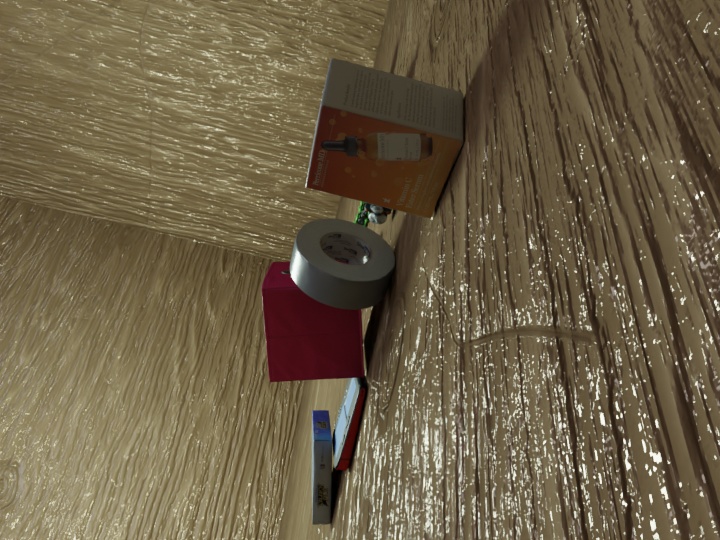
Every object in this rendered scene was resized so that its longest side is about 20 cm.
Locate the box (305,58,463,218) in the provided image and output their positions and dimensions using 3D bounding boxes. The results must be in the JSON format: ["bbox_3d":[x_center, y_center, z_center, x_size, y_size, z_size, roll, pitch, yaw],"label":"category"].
[{"bbox_3d":[0.032,-0.184,0.972,0.154,0.194,0.108,108,172,-50],"label":"box"}]

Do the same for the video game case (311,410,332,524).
[{"bbox_3d":[-0.088,0.435,1.534,0.200,0.044,0.187,-123,33,-82],"label":"video game case"}]

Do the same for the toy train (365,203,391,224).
[{"bbox_3d":[0.049,-0.202,1.488,0.115,0.082,0.205,87,-171,-63],"label":"toy train"}]

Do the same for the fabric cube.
[{"bbox_3d":[-0.093,0.097,1.425,0.197,0.193,0.206,-89,-4,-74],"label":"fabric cube"}]

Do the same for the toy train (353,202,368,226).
[{"bbox_3d":[0.007,-0.159,1.998,0.201,0.041,0.057,110,180,-57],"label":"toy train"}]

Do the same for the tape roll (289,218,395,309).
[{"bbox_3d":[-0.034,-0.016,1.298,0.202,0.194,0.068,-86,10,-56],"label":"tape roll"}]

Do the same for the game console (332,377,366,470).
[{"bbox_3d":[-0.025,0.299,1.414,0.200,0.030,0.182,-124,46,-82],"label":"game console"}]
